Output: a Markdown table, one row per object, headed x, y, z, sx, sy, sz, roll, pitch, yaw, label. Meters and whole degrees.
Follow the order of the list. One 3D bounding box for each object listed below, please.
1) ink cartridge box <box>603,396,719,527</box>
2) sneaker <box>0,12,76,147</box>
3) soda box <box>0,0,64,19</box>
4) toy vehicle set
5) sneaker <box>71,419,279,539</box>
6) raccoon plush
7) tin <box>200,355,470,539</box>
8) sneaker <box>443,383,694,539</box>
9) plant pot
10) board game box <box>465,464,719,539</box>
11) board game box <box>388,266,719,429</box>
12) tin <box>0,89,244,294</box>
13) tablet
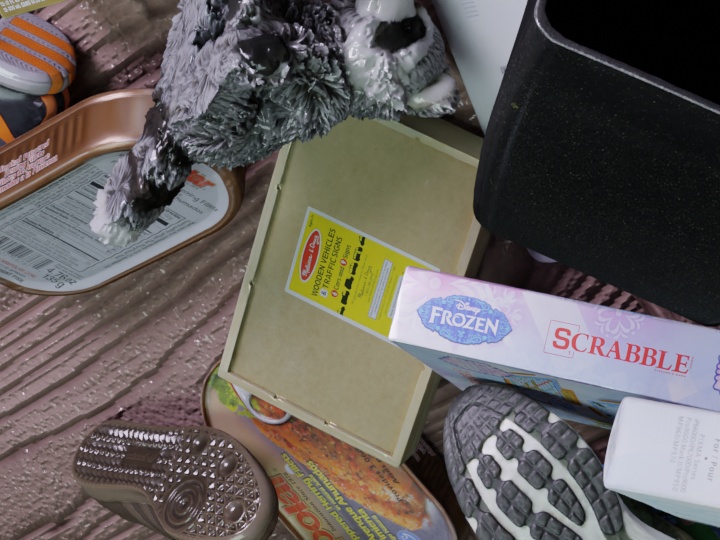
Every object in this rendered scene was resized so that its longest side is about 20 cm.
| x | y | z | sx | sy | sz | roll | pitch | yaw | label |
| --- | --- | --- | --- | --- | --- | --- | --- | --- | --- |
| 0.230 | 0.109 | 0.964 | 0.198 | 0.048 | 0.160 | 11 | 172 | 25 | ink cartridge box |
| -0.267 | -0.119 | 1.196 | 0.199 | 0.078 | 0.112 | 30 | 129 | 3 | sneaker |
| -0.113 | -0.196 | 1.077 | 0.199 | 0.064 | 0.068 | -11 | 116 | 31 | soda box |
| 0.000 | 0.000 | 1.155 | 0.124 | 0.026 | 0.201 | 27 | 120 | 15 | toy vehicle set |
| -0.099 | 0.139 | 1.282 | 0.075 | 0.071 | 0.199 | 39 | 165 | -36 | sneaker |
| -0.042 | -0.083 | 1.081 | 0.133 | 0.097 | 0.200 | 17 | 138 | -29 | raccoon plush |
| -0.014 | 0.119 | 1.271 | 0.112 | 0.042 | 0.200 | -30 | 106 | 33 | tin |
| 0.121 | 0.135 | 1.075 | 0.200 | 0.089 | 0.077 | 44 | 98 | 0 | sneaker |
| 0.154 | -0.089 | 0.934 | 0.198 | 0.201 | 0.178 | 22 | 144 | -7 | plant pot |
| 0.169 | 0.176 | 1.184 | 0.152 | 0.037 | 0.200 | 50 | 150 | -13 | board game box |
| 0.134 | 0.055 | 1.071 | 0.198 | 0.042 | 0.200 | 12 | 171 | 17 | board game box |
| -0.152 | -0.040 | 1.187 | 0.199 | 0.042 | 0.112 | -25 | 145 | 34 | tin |
| 0.115 | -0.096 | 1.073 | 0.129 | 0.014 | 0.201 | -8 | 119 | 30 | tablet |
